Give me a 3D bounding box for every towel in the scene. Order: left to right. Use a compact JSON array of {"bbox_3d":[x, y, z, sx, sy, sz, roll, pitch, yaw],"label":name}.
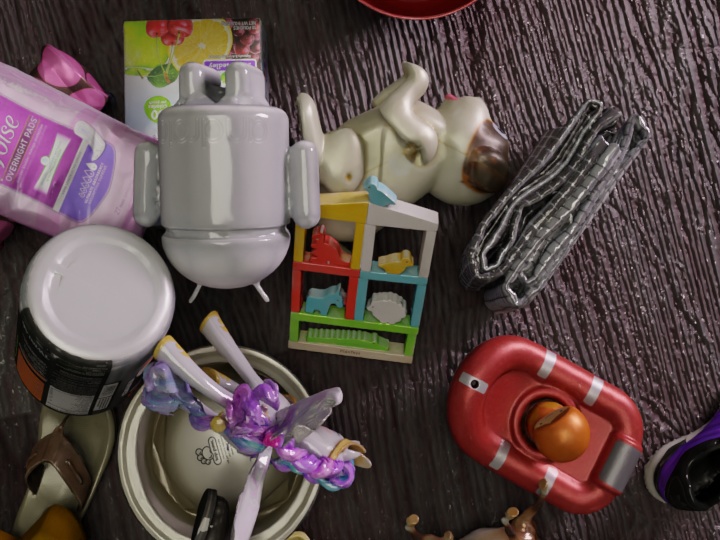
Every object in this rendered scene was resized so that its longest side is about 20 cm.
[{"bbox_3d":[0.169,-0.059,0.783,0.085,0.166,0.201,36,87,7],"label":"towel"}]

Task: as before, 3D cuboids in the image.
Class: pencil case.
[{"bbox_3d":[-0.332,-0.119,0.821,0.201,0.093,0.091,-53,131,-3],"label":"pencil case"}]

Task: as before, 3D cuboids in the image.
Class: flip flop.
[{"bbox_3d":[-0.297,0.202,0.815,0.080,0.058,0.204,18,87,1],"label":"flip flop"}]

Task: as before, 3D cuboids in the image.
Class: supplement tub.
[{"bbox_3d":[-0.239,0.054,0.735,0.120,0.200,0.125,10,64,-21],"label":"supplement tub"}]

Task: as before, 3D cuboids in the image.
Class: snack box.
[{"bbox_3d":[-0.162,-0.145,0.837,0.139,0.053,0.204,-1,88,2],"label":"snack box"}]

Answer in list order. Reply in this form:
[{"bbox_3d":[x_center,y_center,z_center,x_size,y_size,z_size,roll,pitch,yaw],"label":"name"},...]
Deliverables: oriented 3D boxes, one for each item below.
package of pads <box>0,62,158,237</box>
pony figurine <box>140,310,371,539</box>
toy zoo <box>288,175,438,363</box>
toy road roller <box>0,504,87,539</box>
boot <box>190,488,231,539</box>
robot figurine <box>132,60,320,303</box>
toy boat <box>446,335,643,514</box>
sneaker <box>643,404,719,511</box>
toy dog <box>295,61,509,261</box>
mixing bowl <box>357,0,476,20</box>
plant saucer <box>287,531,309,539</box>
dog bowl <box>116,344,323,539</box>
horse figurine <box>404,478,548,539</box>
[{"bbox_3d":[-0.272,-0.095,0.751,0.198,0.076,0.122,26,88,-18],"label":"package of pads"},{"bbox_3d":[-0.085,0.129,0.689,0.199,0.193,0.168,36,103,5],"label":"pony figurine"},{"bbox_3d":[0.000,0.000,0.787,0.128,0.021,0.203,6,126,0],"label":"toy zoo"},{"bbox_3d":[-0.288,0.313,0.759,0.200,0.123,0.146,44,87,-11],"label":"toy road roller"},{"bbox_3d":[-0.066,0.283,0.747,0.170,0.069,0.204,2,113,-4],"label":"boot"},{"bbox_3d":[-0.116,-0.073,0.716,0.166,0.113,0.204,0,98,11],"label":"robot figurine"},{"bbox_3d":[0.177,0.146,0.786,0.198,0.131,0.132,28,86,1],"label":"toy boat"},{"bbox_3d":[0.372,0.163,0.802,0.200,0.100,0.070,-43,90,-2],"label":"sneaker"},{"bbox_3d":[0.045,-0.104,0.798,0.196,0.140,0.198,-10,91,-2],"label":"toy dog"},{"bbox_3d":[0.054,-0.334,0.820,0.196,0.108,0.205,0,91,1],"label":"mixing bowl"},{"bbox_3d":[-0.110,0.377,0.812,0.197,0.048,0.203,-20,87,-1],"label":"plant saucer"},{"bbox_3d":[-0.130,0.172,0.811,0.196,0.074,0.205,0,88,-1],"label":"dog bowl"},{"bbox_3d":[0.115,0.267,0.801,0.196,0.134,0.050,-17,44,-1],"label":"horse figurine"}]
